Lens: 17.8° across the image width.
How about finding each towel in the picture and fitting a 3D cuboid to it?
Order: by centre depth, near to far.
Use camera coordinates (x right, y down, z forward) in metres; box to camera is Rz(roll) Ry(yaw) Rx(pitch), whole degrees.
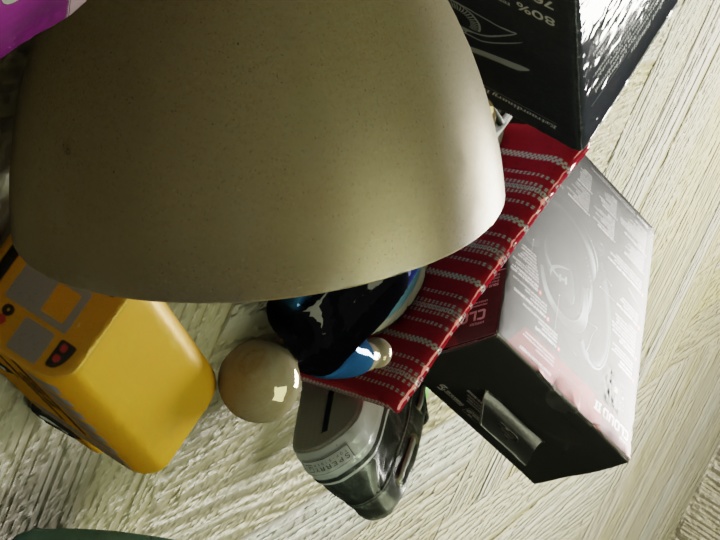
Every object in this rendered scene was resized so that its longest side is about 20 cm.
[{"bbox_3d":[0.039,-0.009,1.339,0.022,0.144,0.200,44,73,-29],"label":"towel"}]

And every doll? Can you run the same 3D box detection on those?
[{"bbox_3d":[0.000,0.000,1.127,0.200,0.048,0.137,-51,152,-29],"label":"doll"}]

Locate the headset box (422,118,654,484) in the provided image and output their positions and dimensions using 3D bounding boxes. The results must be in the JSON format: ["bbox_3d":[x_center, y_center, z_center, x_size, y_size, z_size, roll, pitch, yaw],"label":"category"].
[{"bbox_3d":[0.105,0.022,1.410,0.149,0.077,0.201,42,46,-36],"label":"headset box"}]

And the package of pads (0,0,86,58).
[{"bbox_3d":[-0.134,-0.149,0.705,0.120,0.076,0.201,-40,154,-41],"label":"package of pads"}]

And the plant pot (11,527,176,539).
[{"bbox_3d":[-0.124,0.204,1.147,0.200,0.199,0.135,65,30,-69],"label":"plant pot"}]

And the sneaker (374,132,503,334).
[{"bbox_3d":[0.008,-0.052,1.295,0.200,0.078,0.090,-61,152,-24],"label":"sneaker"}]

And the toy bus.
[{"bbox_3d":[-0.119,0.037,1.036,0.065,0.078,0.200,-56,162,-12],"label":"toy bus"}]

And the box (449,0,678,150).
[{"bbox_3d":[0.071,-0.170,1.128,0.105,0.148,0.200,-56,163,-15],"label":"box"}]

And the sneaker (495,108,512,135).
[{"bbox_3d":[0.075,-0.126,1.253,0.074,0.079,0.201,53,50,-42],"label":"sneaker"}]

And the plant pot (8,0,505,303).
[{"bbox_3d":[-0.046,-0.087,0.907,0.200,0.199,0.135,-35,126,-54],"label":"plant pot"}]

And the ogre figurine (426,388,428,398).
[{"bbox_3d":[0.055,0.042,1.522,0.200,0.098,0.120,-24,161,-39],"label":"ogre figurine"}]

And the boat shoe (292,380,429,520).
[{"bbox_3d":[0.005,0.077,1.376,0.071,0.072,0.200,58,27,-23],"label":"boat shoe"}]
